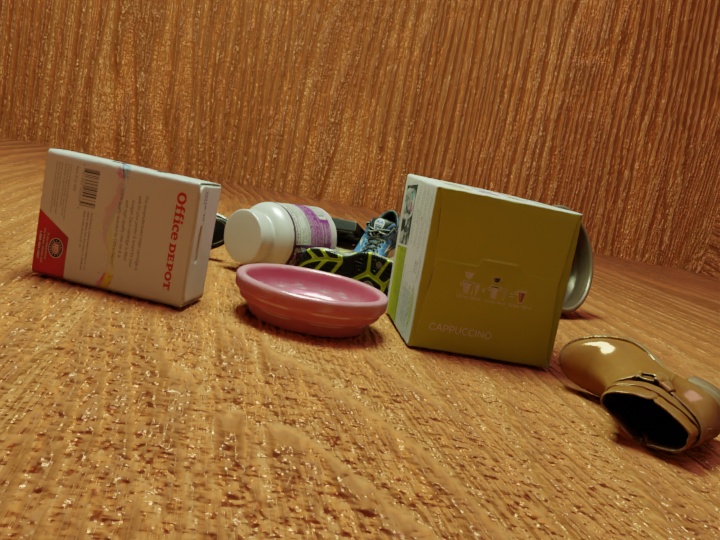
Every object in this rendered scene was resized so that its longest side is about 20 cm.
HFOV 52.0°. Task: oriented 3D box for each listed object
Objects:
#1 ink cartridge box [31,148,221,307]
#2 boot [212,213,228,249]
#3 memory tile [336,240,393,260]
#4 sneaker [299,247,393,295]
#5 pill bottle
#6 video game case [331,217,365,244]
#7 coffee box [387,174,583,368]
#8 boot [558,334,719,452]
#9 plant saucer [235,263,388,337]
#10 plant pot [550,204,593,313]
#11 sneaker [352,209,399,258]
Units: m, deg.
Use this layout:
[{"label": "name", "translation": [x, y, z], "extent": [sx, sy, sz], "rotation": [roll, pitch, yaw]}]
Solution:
[{"label": "ink cartridge box", "translation": [-0.281, -0.052, 0.897], "extent": [0.194, 0.150, 0.083], "rotation": [13, 6, 6]}, {"label": "boot", "translation": [-0.301, -0.058, 1.152], "extent": [0.194, 0.076, 0.151], "rotation": [6, 8, -10]}, {"label": "memory tile", "translation": [0.010, -0.035, 1.619], "extent": [0.149, 0.017, 0.200], "rotation": [12, 8, -3]}, {"label": "sneaker", "translation": [0.000, 0.000, 1.187], "extent": [0.195, 0.078, 0.076], "rotation": [17, 10, 23]}, {"label": "pill bottle", "translation": [-0.133, -0.055, 1.234], "extent": [0.110, 0.116, 0.198], "rotation": [16, 10, 31]}, {"label": "video game case", "translation": [-0.083, -0.096, 1.668], "extent": [0.194, 0.026, 0.181], "rotation": [10, -7, 13]}, {"label": "coffee box", "translation": [0.155, -0.005, 0.999], "extent": [0.194, 0.206, 0.198], "rotation": [9, 9, -9]}, {"label": "boot", "translation": [0.278, 0.131, 0.782], "extent": [0.197, 0.079, 0.153], "rotation": [27, 20, 35]}, {"label": "plant saucer", "translation": [-0.063, 0.039, 0.934], "extent": [0.194, 0.052, 0.201], "rotation": [11, 10, -2]}, {"label": "plant pot", "translation": [0.330, -0.015, 1.445], "extent": [0.196, 0.207, 0.172], "rotation": [4, -6, -41]}, {"label": "sneaker", "translation": [0.021, -0.047, 1.322], "extent": [0.076, 0.091, 0.201], "rotation": [16, 37, 13]}]
